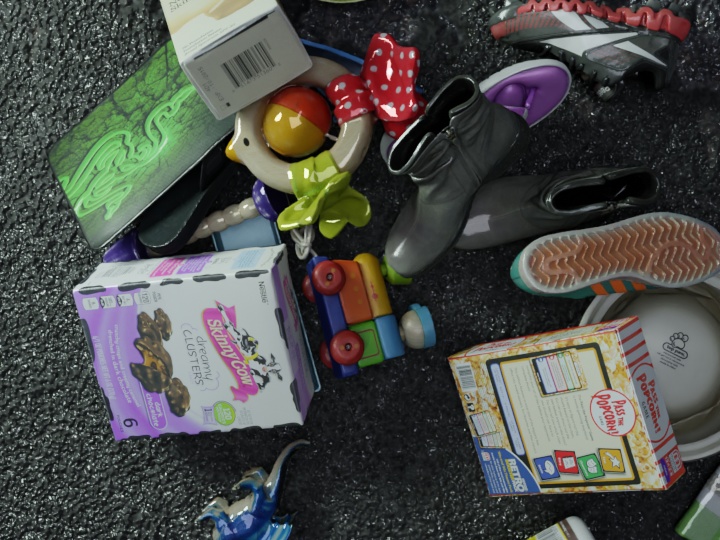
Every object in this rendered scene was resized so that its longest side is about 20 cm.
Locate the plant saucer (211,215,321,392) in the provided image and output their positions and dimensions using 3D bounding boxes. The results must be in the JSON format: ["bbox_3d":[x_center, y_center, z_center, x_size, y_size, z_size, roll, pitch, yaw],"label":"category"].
[{"bbox_3d":[-0.100,0.037,0.980,0.070,0.019,0.201,-15,93,3],"label":"plant saucer"}]

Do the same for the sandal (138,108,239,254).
[{"bbox_3d":[-0.160,-0.110,0.921,0.075,0.048,0.201,8,64,33],"label":"sandal"}]

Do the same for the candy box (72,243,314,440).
[{"bbox_3d":[-0.159,0.072,0.922,0.199,0.072,0.169,-6,111,10],"label":"candy box"}]

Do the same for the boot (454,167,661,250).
[{"bbox_3d":[0.176,-0.068,0.901,0.199,0.131,0.068,-14,91,2],"label":"boot"}]

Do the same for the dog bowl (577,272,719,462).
[{"bbox_3d":[0.306,0.086,0.940,0.199,0.074,0.201,0,92,3],"label":"dog bowl"}]

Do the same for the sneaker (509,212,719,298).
[{"bbox_3d":[0.237,-0.012,0.878,0.199,0.080,0.072,-4,86,-7],"label":"sneaker"}]

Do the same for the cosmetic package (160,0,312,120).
[{"bbox_3d":[-0.125,-0.239,0.881,0.105,0.200,0.071,-30,133,3],"label":"cosmetic package"}]

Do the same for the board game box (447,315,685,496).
[{"bbox_3d":[0.192,0.137,0.900,0.199,0.046,0.152,-15,93,44],"label":"board game box"}]

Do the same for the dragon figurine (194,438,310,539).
[{"bbox_3d":[-0.102,0.262,0.969,0.200,0.059,0.100,-42,91,4],"label":"dragon figurine"}]

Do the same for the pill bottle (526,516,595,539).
[{"bbox_3d":[0.160,0.340,0.937,0.199,0.109,0.110,-30,91,3],"label":"pill bottle"}]

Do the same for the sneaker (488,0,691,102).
[{"bbox_3d":[0.224,-0.221,0.930,0.199,0.071,0.098,7,90,0],"label":"sneaker"}]

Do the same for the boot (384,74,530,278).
[{"bbox_3d":[0.060,-0.086,0.859,0.200,0.130,0.068,-53,57,18],"label":"boot"}]

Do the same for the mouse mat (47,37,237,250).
[{"bbox_3d":[-0.222,-0.132,0.935,0.200,0.008,0.161,-41,57,7],"label":"mouse mat"}]

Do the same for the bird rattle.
[{"bbox_3d":[-0.036,-0.133,0.852,0.162,0.113,0.201,26,97,11],"label":"bird rattle"}]

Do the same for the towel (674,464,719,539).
[{"bbox_3d":[0.440,0.229,0.967,0.149,0.031,0.200,35,95,3],"label":"towel"}]

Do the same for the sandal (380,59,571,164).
[{"bbox_3d":[0.119,-0.141,0.932,0.202,0.083,0.050,-24,52,12],"label":"sandal"}]

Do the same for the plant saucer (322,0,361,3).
[{"bbox_3d":[-0.018,-0.371,0.953,0.199,0.031,0.201,0,92,2],"label":"plant saucer"}]

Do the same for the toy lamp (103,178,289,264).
[{"bbox_3d":[-0.171,-0.038,0.946,0.199,0.058,0.058,-22,91,18],"label":"toy lamp"}]

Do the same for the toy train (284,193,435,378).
[{"bbox_3d":[0.000,0.000,0.951,0.115,0.085,0.201,-14,84,-13],"label":"toy train"}]

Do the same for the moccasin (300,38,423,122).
[{"bbox_3d":[-0.035,-0.189,0.947,0.199,0.080,0.069,21,97,15],"label":"moccasin"}]
